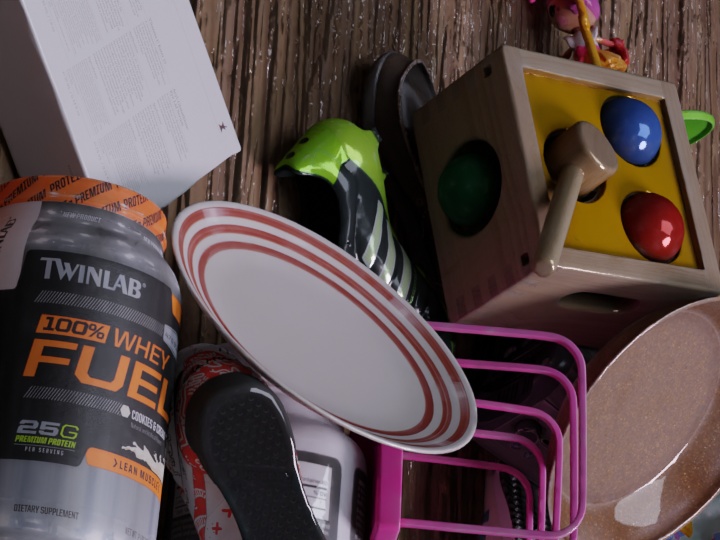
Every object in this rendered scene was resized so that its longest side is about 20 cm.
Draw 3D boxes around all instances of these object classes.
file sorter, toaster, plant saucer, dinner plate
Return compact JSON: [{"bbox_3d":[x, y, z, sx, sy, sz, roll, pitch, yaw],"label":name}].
[{"bbox_3d":[0.060,0.133,1.499,0.200,0.125,0.140,105,-10,-61],"label":"file sorter"},{"bbox_3d":[0.152,0.071,1.750,0.129,0.113,0.201,42,35,-22],"label":"toaster"},{"bbox_3d":[0.189,0.097,1.627,0.200,0.037,0.201,-24,132,-29],"label":"plant saucer"},{"bbox_3d":[-0.023,0.035,1.353,0.200,0.024,0.200,31,21,-13],"label":"dinner plate"}]

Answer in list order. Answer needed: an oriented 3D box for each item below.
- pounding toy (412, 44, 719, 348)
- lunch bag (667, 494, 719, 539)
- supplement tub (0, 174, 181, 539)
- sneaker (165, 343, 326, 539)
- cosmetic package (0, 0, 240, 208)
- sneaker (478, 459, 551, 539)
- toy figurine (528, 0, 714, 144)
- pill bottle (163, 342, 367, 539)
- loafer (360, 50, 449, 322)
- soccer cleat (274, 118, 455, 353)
[{"bbox_3d":[0.131,-0.043,1.600,0.199,0.142,0.185,9,61,-36],"label":"pounding toy"},{"bbox_3d":[0.300,0.228,1.975,0.170,0.121,0.201,41,43,-48],"label":"lunch bag"},{"bbox_3d":[-0.156,0.061,1.268,0.122,0.122,0.201,33,55,-51],"label":"supplement tub"},{"bbox_3d":[-0.059,0.136,1.324,0.067,0.108,0.203,-18,110,-13],"label":"sneaker"},{"bbox_3d":[-0.151,-0.129,1.394,0.151,0.051,0.201,-40,116,-53],"label":"cosmetic package"},{"bbox_3d":[0.094,0.204,1.702,0.070,0.093,0.200,38,20,-18],"label":"sneaker"},{"bbox_3d":[0.175,-0.172,1.889,0.200,0.149,0.185,38,38,-76],"label":"toy figurine"},{"bbox_3d":[-0.054,0.150,1.418,0.116,0.115,0.201,31,56,-51],"label":"pill bottle"},{"bbox_3d":[0.061,-0.059,1.703,0.073,0.071,0.201,-45,119,-53],"label":"loafer"},{"bbox_3d":[0.000,0.000,1.608,0.081,0.067,0.201,-37,114,-36],"label":"soccer cleat"}]
